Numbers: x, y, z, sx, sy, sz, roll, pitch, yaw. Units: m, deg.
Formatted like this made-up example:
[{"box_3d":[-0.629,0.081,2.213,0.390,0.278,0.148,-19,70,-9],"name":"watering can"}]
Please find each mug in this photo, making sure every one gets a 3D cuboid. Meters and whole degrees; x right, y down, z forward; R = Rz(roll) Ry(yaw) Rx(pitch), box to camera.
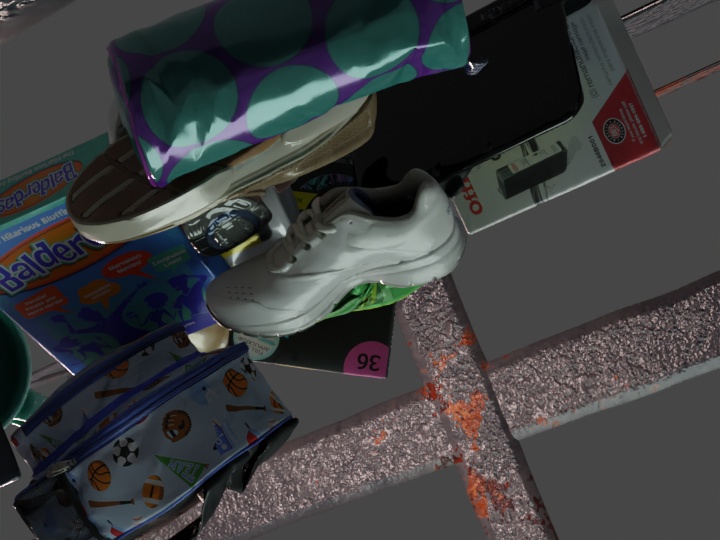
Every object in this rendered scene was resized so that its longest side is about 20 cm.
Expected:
[{"box_3d":[-0.391,0.110,1.131,0.151,0.186,0.114,-33,-174,-27],"name":"mug"}]

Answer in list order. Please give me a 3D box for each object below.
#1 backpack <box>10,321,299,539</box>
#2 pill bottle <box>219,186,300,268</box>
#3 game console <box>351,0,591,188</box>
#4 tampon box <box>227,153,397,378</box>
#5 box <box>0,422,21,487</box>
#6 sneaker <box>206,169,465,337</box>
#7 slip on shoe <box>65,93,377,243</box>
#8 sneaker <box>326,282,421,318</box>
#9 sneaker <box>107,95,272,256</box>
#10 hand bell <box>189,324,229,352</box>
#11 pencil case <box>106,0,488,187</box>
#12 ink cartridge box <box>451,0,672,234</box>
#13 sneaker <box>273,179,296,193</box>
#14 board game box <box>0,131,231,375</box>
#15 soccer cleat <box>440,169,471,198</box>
[{"box_3d":[-0.149,0.126,0.879,0.190,0.155,0.200,-27,-172,38],"name":"backpack"},{"box_3d":[-0.156,-0.033,1.000,0.198,0.115,0.114,-23,177,5],"name":"pill bottle"},{"box_3d":[0.094,-0.139,0.950,0.199,0.117,0.176,-23,177,27],"name":"game console"},{"box_3d":[-0.036,-0.008,1.111,0.148,0.202,0.126,6,177,2],"name":"tampon box"},{"box_3d":[-0.375,0.100,0.889,0.123,0.202,0.196,-22,178,-37],"name":"box"},{"box_3d":[-0.024,-0.019,0.866,0.198,0.075,0.087,-23,138,-1],"name":"sneaker"},{"box_3d":[-0.077,-0.066,0.709,0.199,0.076,0.061,-33,141,-13],"name":"slip on shoe"},{"box_3d":[0.000,0.000,0.990,0.199,0.075,0.083,-24,179,-26],"name":"sneaker"},{"box_3d":[-0.127,-0.077,0.801,0.074,0.088,0.200,-30,159,-1],"name":"sneaker"},{"box_3d":[-0.224,0.039,1.130,0.104,0.105,0.199,-24,162,29],"name":"hand bell"},{"box_3d":[-0.036,-0.117,0.642,0.198,0.086,0.092,-22,171,-7],"name":"pencil case"},{"box_3d":[0.163,-0.141,1.087,0.199,0.145,0.084,-24,-176,27],"name":"ink cartridge box"},{"box_3d":[-0.055,-0.115,0.834,0.080,0.072,0.200,-40,174,-2],"name":"sneaker"},{"box_3d":[-0.196,-0.005,0.887,0.151,0.045,0.200,-23,143,7],"name":"board game box"},{"box_3d":[0.094,-0.126,1.011,0.200,0.065,0.084,-40,-141,-5],"name":"soccer cleat"}]
